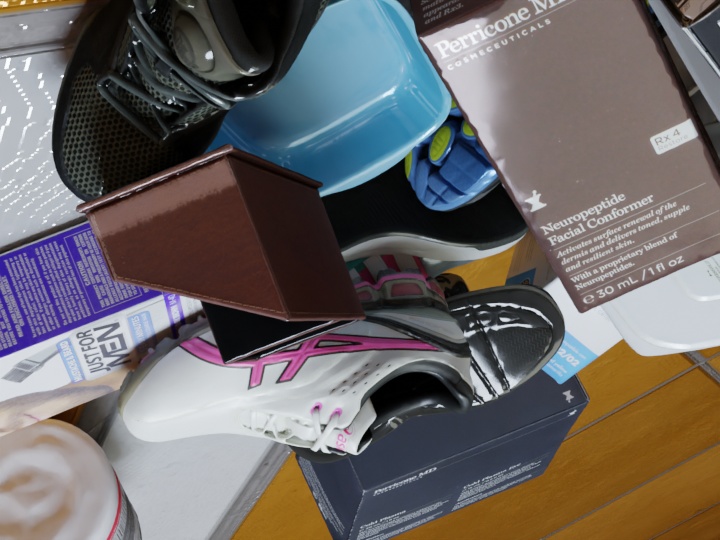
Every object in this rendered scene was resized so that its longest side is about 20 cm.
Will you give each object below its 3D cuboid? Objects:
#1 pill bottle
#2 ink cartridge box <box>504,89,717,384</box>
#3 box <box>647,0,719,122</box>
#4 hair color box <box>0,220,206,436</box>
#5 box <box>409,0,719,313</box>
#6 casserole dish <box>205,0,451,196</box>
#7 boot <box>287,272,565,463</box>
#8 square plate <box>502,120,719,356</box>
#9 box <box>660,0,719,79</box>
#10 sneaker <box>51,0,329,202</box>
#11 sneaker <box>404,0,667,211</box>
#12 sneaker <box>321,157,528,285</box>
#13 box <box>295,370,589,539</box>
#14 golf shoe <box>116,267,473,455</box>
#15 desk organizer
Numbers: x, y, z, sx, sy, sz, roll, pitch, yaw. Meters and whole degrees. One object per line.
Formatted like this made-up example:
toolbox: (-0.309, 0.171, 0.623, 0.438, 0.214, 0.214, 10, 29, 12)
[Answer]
pill bottle: (-0.212, 0.184, 1.130, 0.111, 0.111, 0.200, -22, 158, -9)
ink cartridge box: (0.186, -0.026, 1.078, 0.200, 0.068, 0.115, -42, -164, 35)
box: (0.213, -0.175, 0.680, 0.200, 0.184, 0.105, -40, 153, 32)
hair color box: (-0.185, 0.038, 0.892, 0.200, 0.065, 0.109, -21, 159, -10)
box: (0.111, -0.081, 0.801, 0.100, 0.075, 0.200, -25, 126, 15)
casserole dish: (-0.025, -0.093, 0.803, 0.121, 0.039, 0.200, -29, 159, 6)
boot: (0.048, 0.041, 1.053, 0.200, 0.073, 0.151, -31, -168, 24)
square plate: (0.211, -0.011, 0.949, 0.198, 0.028, 0.200, -11, 140, 31)
box: (0.103, -0.151, 0.592, 0.050, 0.200, 0.158, -36, 158, 14)
sneaker: (-0.075, -0.088, 0.651, 0.199, 0.076, 0.114, -41, -171, 29)
sneaker: (0.104, -0.097, 0.893, 0.200, 0.071, 0.083, -42, 148, 28)
sneaker: (0.000, 0.000, 0.978, 0.200, 0.084, 0.121, -7, 148, -25)
box: (0.062, 0.129, 1.323, 0.200, 0.104, 0.182, -20, 159, -16)
golf shoe: (-0.033, 0.063, 0.896, 0.200, 0.092, 0.073, -15, 143, -12)
desk organizer: (-0.056, -0.002, 0.756, 0.072, 0.077, 0.200, -22, 175, 8)
